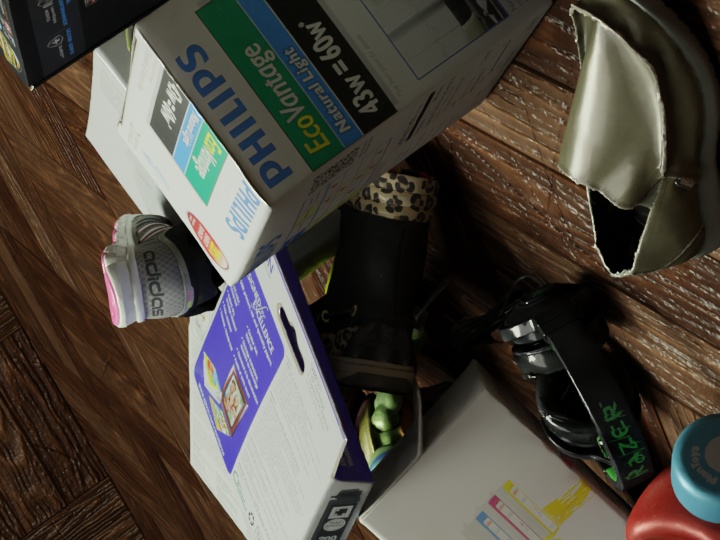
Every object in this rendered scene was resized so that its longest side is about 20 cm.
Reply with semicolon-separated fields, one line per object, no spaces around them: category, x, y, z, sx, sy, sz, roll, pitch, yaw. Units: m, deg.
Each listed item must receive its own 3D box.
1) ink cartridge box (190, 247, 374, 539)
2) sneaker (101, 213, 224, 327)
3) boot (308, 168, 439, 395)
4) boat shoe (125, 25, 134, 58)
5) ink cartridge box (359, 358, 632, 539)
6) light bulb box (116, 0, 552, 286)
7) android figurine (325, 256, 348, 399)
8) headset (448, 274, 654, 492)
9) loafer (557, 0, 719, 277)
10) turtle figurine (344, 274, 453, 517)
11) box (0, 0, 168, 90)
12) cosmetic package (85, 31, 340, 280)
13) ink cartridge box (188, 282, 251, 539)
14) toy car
ink cartridge box;-0.049;0.087;1.625;0.200;0.043;0.199;113;143;-50
sneaker;-0.135;-0.002;1.741;0.200;0.087;0.074;-95;-1;-82
boot;0.000;0.000;1.670;0.200;0.073;0.152;-153;71;-75
boat shoe;-0.128;-0.177;1.684;0.061;0.071;0.203;37;-132;-83
ink cartridge box;0.092;0.162;1.635;0.200;0.125;0.129;43;-177;-4
light bulb box;-0.021;-0.114;1.362;0.125;0.200;0.198;53;165;5
android figurine;-0.024;0.078;1.893;0.041;0.183;0.200;14;157;1
headset;0.121;0.066;1.522;0.124;0.094;0.200;64;179;-31
loafer;0.139;-0.065;1.222;0.075;0.070;0.201;41;160;43
turtle figurine;0.066;0.093;1.795;0.143;0.201;0.194;28;-166;-10
box;-0.152;-0.226;1.530;0.050;0.198;0.200;51;164;18
cosmetic package;-0.101;-0.089;1.816;0.200;0.123;0.200;53;166;7
ink cartridge box;-0.079;0.100;1.807;0.162;0.050;0.201;45;138;50
toy car;0.191;0.223;1.439;0.177;0.200;0.185;47;164;25
